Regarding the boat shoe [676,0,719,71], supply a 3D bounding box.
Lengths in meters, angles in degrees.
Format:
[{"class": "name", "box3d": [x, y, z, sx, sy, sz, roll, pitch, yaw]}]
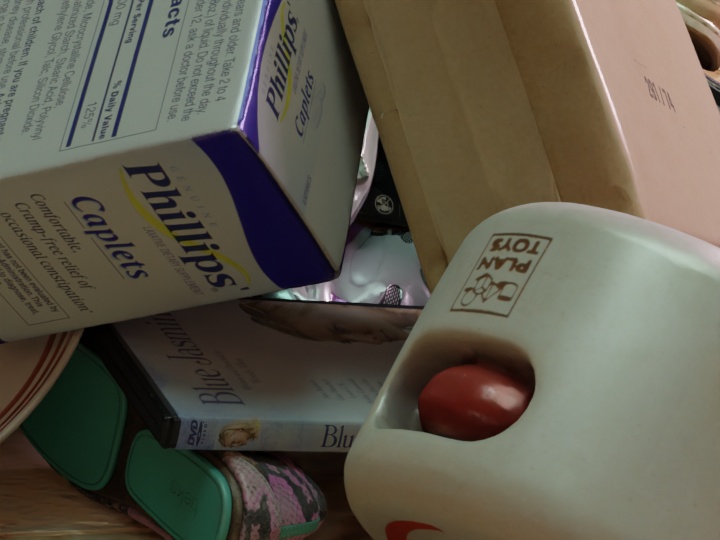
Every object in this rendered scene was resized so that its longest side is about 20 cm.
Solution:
[{"class": "boat shoe", "box3d": [0.190, -0.161, 1.223, 0.074, 0.069, 0.200, 32, 7, -2]}]

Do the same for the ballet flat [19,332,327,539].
[{"class": "ballet flat", "box3d": [-0.088, 0.080, 0.954, 0.071, 0.069, 0.200, 6, 15, -43]}]

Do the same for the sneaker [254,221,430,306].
[{"class": "sneaker", "box3d": [0.000, 0.000, 1.152, 0.140, 0.078, 0.200, -2, 30, -12]}]

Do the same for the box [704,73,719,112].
[{"class": "box", "box3d": [0.207, -0.075, 1.206, 0.200, 0.050, 0.158, 35, 8, 14]}]

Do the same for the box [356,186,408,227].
[{"class": "box", "box3d": [0.047, -0.115, 1.374, 0.106, 0.122, 0.200, 10, 23, 24]}]

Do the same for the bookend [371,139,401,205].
[{"class": "bookend", "box3d": [0.131, -0.034, 1.184, 0.199, 0.092, 0.200, 34, 10, 18]}]

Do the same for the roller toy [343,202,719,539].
[{"class": "roller toy", "box3d": [0.099, 0.065, 0.776, 0.182, 0.140, 0.200, 25, -17, 13]}]

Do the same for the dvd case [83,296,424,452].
[{"class": "dvd case", "box3d": [-0.019, 0.045, 0.965, 0.200, 0.018, 0.143, 3, 21, -26]}]

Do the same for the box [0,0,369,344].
[{"class": "box", "box3d": [-0.104, -0.076, 0.939, 0.200, 0.105, 0.184, -11, 47, 23]}]

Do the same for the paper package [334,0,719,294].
[{"class": "paper package", "box3d": [0.087, -0.075, 0.957, 0.103, 0.191, 0.200, -23, -12, 23]}]

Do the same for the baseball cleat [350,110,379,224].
[{"class": "baseball cleat", "box3d": [-0.027, -0.067, 1.129, 0.070, 0.106, 0.200, 35, 57, -9]}]

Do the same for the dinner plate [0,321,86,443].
[{"class": "dinner plate", "box3d": [-0.207, 0.041, 0.985, 0.200, 0.024, 0.200, -17, 44, 16]}]
